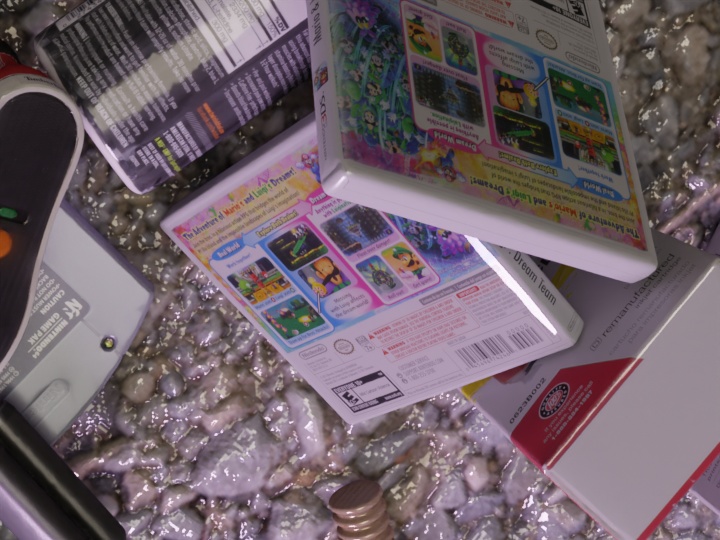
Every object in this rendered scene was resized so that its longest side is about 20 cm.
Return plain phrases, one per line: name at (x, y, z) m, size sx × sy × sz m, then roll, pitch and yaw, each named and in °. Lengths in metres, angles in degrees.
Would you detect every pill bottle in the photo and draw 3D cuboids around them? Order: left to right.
pill bottle at (-0.074, -0.140, 0.716) m, size 0.199 × 0.106 × 0.107 m, roll -35°, pitch 106°, yaw -4°

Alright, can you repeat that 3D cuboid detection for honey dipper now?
honey dipper at (0.022, 0.238, 0.850) m, size 0.037 × 0.038 × 0.203 m, roll -18°, pitch 106°, yaw -8°

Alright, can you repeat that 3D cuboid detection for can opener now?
can opener at (-0.223, 0.108, 0.736) m, size 0.066 × 0.054 × 0.201 m, roll -28°, pitch 110°, yaw 28°

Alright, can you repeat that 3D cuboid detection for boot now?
boot at (-0.223, -0.024, 0.692) m, size 0.072 × 0.144 × 0.202 m, roll 22°, pitch 98°, yaw -36°

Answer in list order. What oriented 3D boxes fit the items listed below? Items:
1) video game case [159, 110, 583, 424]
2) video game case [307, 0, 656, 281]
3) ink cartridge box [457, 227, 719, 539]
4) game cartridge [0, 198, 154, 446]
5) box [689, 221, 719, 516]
video game case at (0.000, 0.000, 0.731) m, size 0.182 × 0.199 × 0.024 m, roll 48°, pitch 48°, yaw -16°
video game case at (0.060, -0.097, 0.655) m, size 0.198 × 0.024 × 0.184 m, roll 15°, pitch 56°, yaw -32°
ink cartridge box at (0.137, 0.047, 0.749) m, size 0.083 × 0.200 × 0.146 m, roll 39°, pitch 91°, yaw -21°
game cartridge at (-0.224, 0.050, 0.758) m, size 0.200 × 0.041 × 0.133 m, roll -45°, pitch 103°, yaw -1°
box at (0.286, 0.067, 0.789) m, size 0.129 × 0.200 × 0.201 m, roll 25°, pitch 95°, yaw -15°
